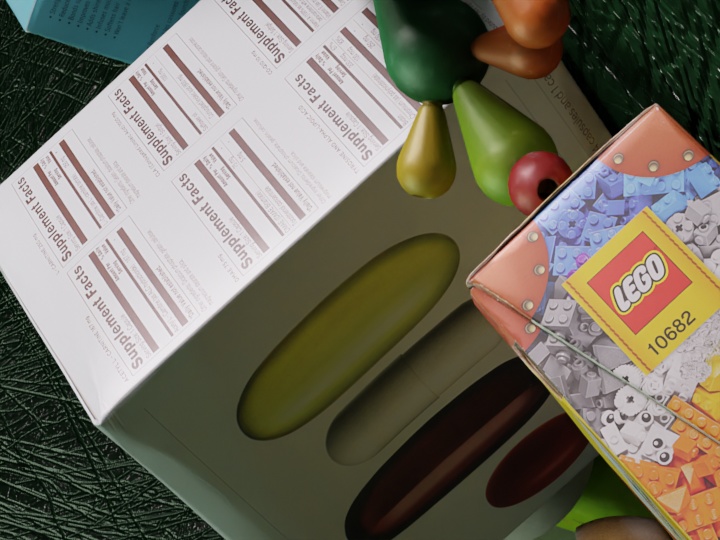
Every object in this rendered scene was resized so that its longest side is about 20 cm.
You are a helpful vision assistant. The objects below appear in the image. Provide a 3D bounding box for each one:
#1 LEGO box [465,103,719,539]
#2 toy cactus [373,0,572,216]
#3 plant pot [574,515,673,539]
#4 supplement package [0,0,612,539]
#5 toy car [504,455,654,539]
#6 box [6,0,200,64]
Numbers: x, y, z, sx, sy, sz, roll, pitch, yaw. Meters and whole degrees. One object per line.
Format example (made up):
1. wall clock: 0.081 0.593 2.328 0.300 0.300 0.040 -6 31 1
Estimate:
1. LEGO box: 0.129 0.061 0.630 0.149 0.077 0.200 49 -179 28
2. toy cactus: -0.008 -0.098 0.653 0.200 0.102 0.165 41 -171 -3
3. plant pot: 0.157 0.158 0.758 0.200 0.027 0.200 44 -174 -6
4. supplement package: 0.000 0.000 0.797 0.191 0.200 0.147 47 -178 -42
5. toy car: 0.073 0.052 0.966 0.199 0.151 0.175 23 173 38
6. box: -0.050 -0.106 0.883 0.198 0.050 0.082 15 -163 -26
